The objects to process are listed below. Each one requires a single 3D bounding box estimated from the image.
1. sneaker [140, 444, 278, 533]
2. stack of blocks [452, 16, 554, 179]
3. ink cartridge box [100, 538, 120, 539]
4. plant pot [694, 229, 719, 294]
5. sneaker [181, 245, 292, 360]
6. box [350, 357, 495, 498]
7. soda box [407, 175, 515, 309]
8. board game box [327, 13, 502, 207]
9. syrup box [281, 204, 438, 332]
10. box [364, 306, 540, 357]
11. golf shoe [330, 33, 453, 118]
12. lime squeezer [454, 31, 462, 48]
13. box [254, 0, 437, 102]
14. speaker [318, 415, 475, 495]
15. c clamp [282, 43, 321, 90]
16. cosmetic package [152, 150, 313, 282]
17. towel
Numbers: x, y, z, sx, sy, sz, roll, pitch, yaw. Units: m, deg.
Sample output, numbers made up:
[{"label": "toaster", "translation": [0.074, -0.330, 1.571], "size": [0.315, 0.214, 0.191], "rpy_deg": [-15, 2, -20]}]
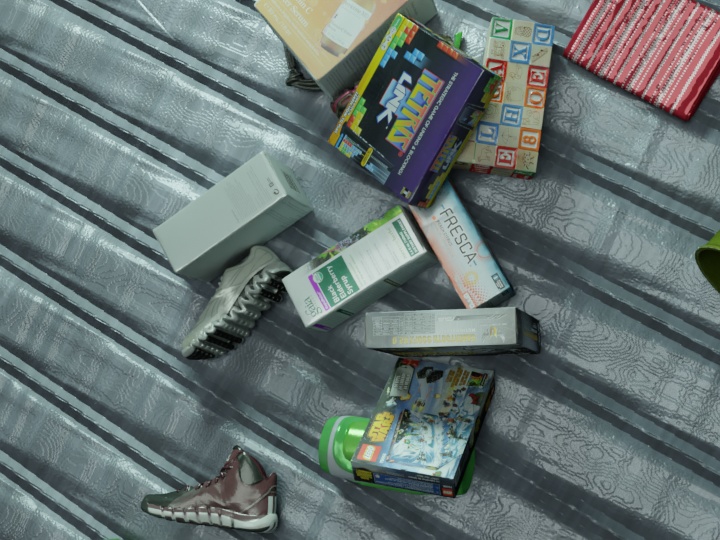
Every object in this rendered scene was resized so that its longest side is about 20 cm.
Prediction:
[{"label": "sneaker", "translation": [-0.206, 0.301, 1.757], "size": [0.198, 0.076, 0.116], "rpy_deg": [6, 79, 9]}, {"label": "stack of blocks", "translation": [0.189, -0.232, 1.676], "size": [0.114, 0.059, 0.202], "rpy_deg": [9, 85, 0]}, {"label": "ink cartridge box", "translation": [-0.307, 0.456, 1.725], "size": [0.199, 0.146, 0.085], "rpy_deg": [24, 89, 19]}, {"label": "plant pot", "translation": [0.541, -0.034, 1.490], "size": [0.200, 0.200, 0.193], "rpy_deg": [39, 84, 19]}, {"label": "sneaker", "translation": [-0.184, 0.048, 1.784], "size": [0.200, 0.075, 0.081], "rpy_deg": [-44, 58, 6]}, {"label": "box", "translation": [0.084, 0.199, 1.615], "size": [0.136, 0.040, 0.200], "rpy_deg": [7, 40, 19]}, {"label": "soda box", "translation": [0.131, -0.040, 1.684], "size": [0.068, 0.064, 0.201], "rpy_deg": [-30, 75, 8]}, {"label": "board game box", "translation": [0.069, -0.211, 1.647], "size": [0.165, 0.057, 0.201], "rpy_deg": [39, 108, 32]}, {"label": "syrup box", "translation": [0.000, 0.000, 1.715], "size": [0.199, 0.081, 0.079], "rpy_deg": [-32, 74, 11]}, {"label": "box", "translation": [0.123, 0.082, 1.621], "size": [0.199, 0.158, 0.049], "rpy_deg": [-3, 82, 18]}, {"label": "golf shoe", "translation": [0.057, -0.250, 1.738], "size": [0.200, 0.073, 0.092], "rpy_deg": [-35, 79, 22]}, {"label": "lime squeezer", "translation": [0.139, -0.229, 1.730], "size": [0.070, 0.038, 0.201], "rpy_deg": [-14, 76, -16]}, {"label": "box", "translation": [-0.019, -0.366, 1.743], "size": [0.200, 0.106, 0.152], "rpy_deg": [-41, 75, 3]}, {"label": "speaker", "translation": [0.048, 0.247, 1.663], "size": [0.199, 0.088, 0.089], "rpy_deg": [7, 85, 20]}, {"label": "c clamp", "translation": [-0.086, -0.347, 1.824], "size": [0.170, 0.027, 0.201], "rpy_deg": [-20, 76, 9]}, {"label": "cosmetic package", "translation": [-0.180, -0.072, 1.772], "size": [0.199, 0.113, 0.081], "rpy_deg": [-32, 73, 10]}, {"label": "towel", "translation": [0.388, -0.302, 1.655], "size": [0.199, 0.022, 0.145], "rpy_deg": [33, 96, 22]}]
